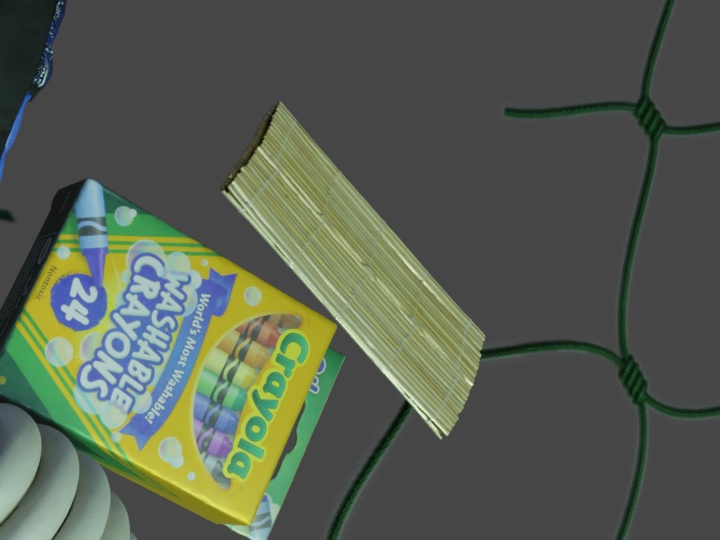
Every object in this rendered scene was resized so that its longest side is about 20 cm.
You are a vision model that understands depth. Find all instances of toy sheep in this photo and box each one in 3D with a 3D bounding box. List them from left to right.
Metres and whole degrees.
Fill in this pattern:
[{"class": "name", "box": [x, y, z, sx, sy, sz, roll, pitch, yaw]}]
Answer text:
[{"class": "toy sheep", "box": [-0.183, 0.136, 0.858, 0.138, 0.137, 0.200, -49, 126, -24]}]

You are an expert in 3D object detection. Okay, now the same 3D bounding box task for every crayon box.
[{"class": "crayon box", "box": [-0.100, 0.054, 0.954, 0.199, 0.051, 0.126, 31, 71, -23]}]

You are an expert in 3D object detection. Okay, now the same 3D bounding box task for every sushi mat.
[{"class": "sushi mat", "box": [0.000, 0.000, 1.014, 0.200, 0.012, 0.096, 49, 35, -16]}]

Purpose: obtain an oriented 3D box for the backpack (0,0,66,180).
[{"class": "backpack", "box": [-0.237, -0.097, 0.830, 0.162, 0.168, 0.201, 16, 81, -23]}]
